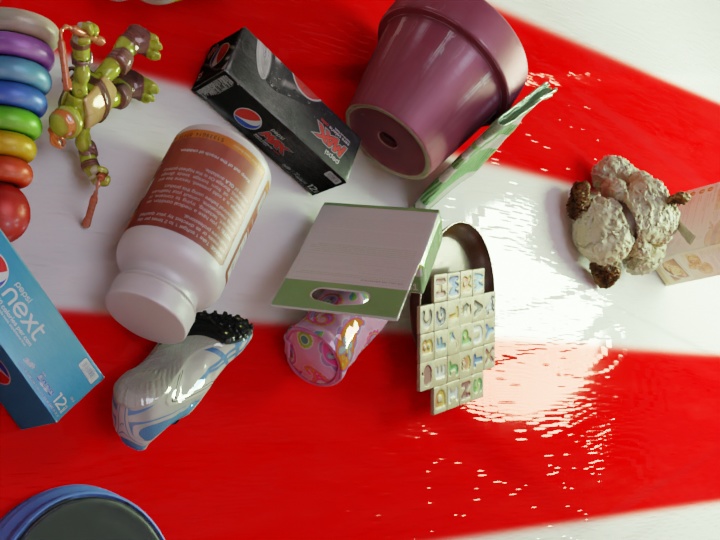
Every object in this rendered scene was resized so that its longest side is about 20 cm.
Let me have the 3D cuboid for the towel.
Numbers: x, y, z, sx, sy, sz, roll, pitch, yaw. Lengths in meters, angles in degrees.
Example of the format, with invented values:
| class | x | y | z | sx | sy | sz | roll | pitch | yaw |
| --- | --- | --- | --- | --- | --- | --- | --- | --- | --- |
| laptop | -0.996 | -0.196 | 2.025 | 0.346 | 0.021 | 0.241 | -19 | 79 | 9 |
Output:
| class | x | y | z | sx | sy | sz | roll | pitch | yaw |
| --- | --- | --- | --- | --- | --- | --- | --- | --- | --- |
| towel | 0.154 | -0.153 | 1.346 | 0.023 | 0.200 | 0.152 | 49 | 46 | 3 |

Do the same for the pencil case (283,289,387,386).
| class | x | y | z | sx | sy | sz | roll | pitch | yaw |
| --- | --- | --- | --- | --- | --- | --- | --- | --- | --- |
| pencil case | -0.009 | 0.042 | 1.208 | 0.088 | 0.087 | 0.200 | 56 | 46 | -18 |

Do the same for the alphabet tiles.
| class | x | y | z | sx | sy | sz | roll | pitch | yaw |
| --- | --- | --- | --- | --- | --- | --- | --- | --- | --- |
| alphabet tiles | 0.123 | 0.085 | 1.323 | 0.199 | 0.006 | 0.170 | -7 | 99 | -56 |

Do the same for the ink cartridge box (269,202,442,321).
| class | x | y | z | sx | sy | sz | roll | pitch | yaw |
| --- | --- | --- | --- | --- | --- | --- | --- | --- | --- |
| ink cartridge box | 0.000 | 0.000 | 1.152 | 0.201 | 0.143 | 0.049 | -66 | 156 | -48 |

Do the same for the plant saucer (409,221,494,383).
| class | x | y | z | sx | sy | sz | roll | pitch | yaw |
| --- | --- | --- | --- | --- | --- | --- | --- | --- | --- |
| plant saucer | 0.113 | 0.040 | 1.337 | 0.199 | 0.032 | 0.205 | -5 | 95 | -57 |

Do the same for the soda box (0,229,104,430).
| class | x | y | z | sx | sy | sz | roll | pitch | yaw |
| --- | --- | --- | --- | --- | --- | --- | --- | --- | --- |
| soda box | -0.311 | 0.035 | 0.905 | 0.064 | 0.067 | 0.202 | -45 | 112 | -43 |

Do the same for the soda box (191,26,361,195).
| class | x | y | z | sx | sy | sz | roll | pitch | yaw |
| --- | --- | --- | --- | --- | --- | --- | --- | --- | --- |
| soda box | -0.090 | -0.176 | 1.193 | 0.199 | 0.063 | 0.072 | 41 | 53 | -32 |

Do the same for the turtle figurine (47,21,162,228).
| class | x | y | z | sx | sy | sz | roll | pitch | yaw |
| --- | --- | --- | --- | --- | --- | --- | --- | --- | --- |
| turtle figurine | -0.251 | -0.157 | 1.009 | 0.162 | 0.063 | 0.203 | -56 | 153 | -51 |

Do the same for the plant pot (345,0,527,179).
| class | x | y | z | sx | sy | sz | roll | pitch | yaw |
| --- | --- | --- | --- | --- | --- | --- | --- | --- | --- |
| plant pot | 0.081 | -0.221 | 1.304 | 0.200 | 0.199 | 0.180 | 47 | 66 | -26 |

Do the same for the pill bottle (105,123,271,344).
| class | x | y | z | sx | sy | sz | roll | pitch | yaw |
| --- | --- | --- | --- | --- | --- | --- | --- | --- | --- |
| pill bottle | -0.170 | -0.035 | 1.038 | 0.112 | 0.111 | 0.202 | 42 | 52 | -29 |

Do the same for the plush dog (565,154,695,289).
| class | x | y | z | sx | sy | sz | roll | pitch | yaw |
| --- | --- | --- | --- | --- | --- | --- | --- | --- | --- |
| plush dog | 0.403 | -0.071 | 1.635 | 0.170 | 0.160 | 0.203 | -25 | 96 | -19 |

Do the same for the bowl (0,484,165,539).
| class | x | y | z | sx | sy | sz | roll | pitch | yaw |
| --- | --- | --- | --- | --- | --- | --- | --- | --- | --- |
| bowl | -0.245 | 0.290 | 0.926 | 0.198 | 0.039 | 0.205 | 15 | 68 | -43 |

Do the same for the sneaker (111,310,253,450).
| class | x | y | z | sx | sy | sz | roll | pitch | yaw |
| --- | --- | --- | --- | --- | --- | --- | --- | --- | --- |
| sneaker | -0.174 | 0.101 | 1.041 | 0.200 | 0.071 | 0.074 | -41 | 148 | -51 |

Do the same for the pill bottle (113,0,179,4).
| class | x | y | z | sx | sy | sz | roll | pitch | yaw |
| --- | --- | --- | --- | --- | --- | --- | --- | --- | --- |
| pill bottle | -0.187 | -0.341 | 1.101 | 0.199 | 0.111 | 0.114 | -32 | 102 | -45 |

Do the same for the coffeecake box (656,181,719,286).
| class | x | y | z | sx | sy | sz | roll | pitch | yaw |
| --- | --- | --- | --- | --- | --- | --- | --- | --- | --- |
| coffeecake box | 0.601 | -0.071 | 1.779 | 0.073 | 0.198 | 0.155 | 46 | 51 | -26 |

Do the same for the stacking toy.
| class | x | y | z | sx | sy | sz | roll | pitch | yaw |
| --- | --- | --- | --- | --- | --- | --- | --- | --- | --- |
| stacking toy | -0.317 | -0.124 | 0.945 | 0.084 | 0.084 | 0.205 | 9 | 80 | -44 |
